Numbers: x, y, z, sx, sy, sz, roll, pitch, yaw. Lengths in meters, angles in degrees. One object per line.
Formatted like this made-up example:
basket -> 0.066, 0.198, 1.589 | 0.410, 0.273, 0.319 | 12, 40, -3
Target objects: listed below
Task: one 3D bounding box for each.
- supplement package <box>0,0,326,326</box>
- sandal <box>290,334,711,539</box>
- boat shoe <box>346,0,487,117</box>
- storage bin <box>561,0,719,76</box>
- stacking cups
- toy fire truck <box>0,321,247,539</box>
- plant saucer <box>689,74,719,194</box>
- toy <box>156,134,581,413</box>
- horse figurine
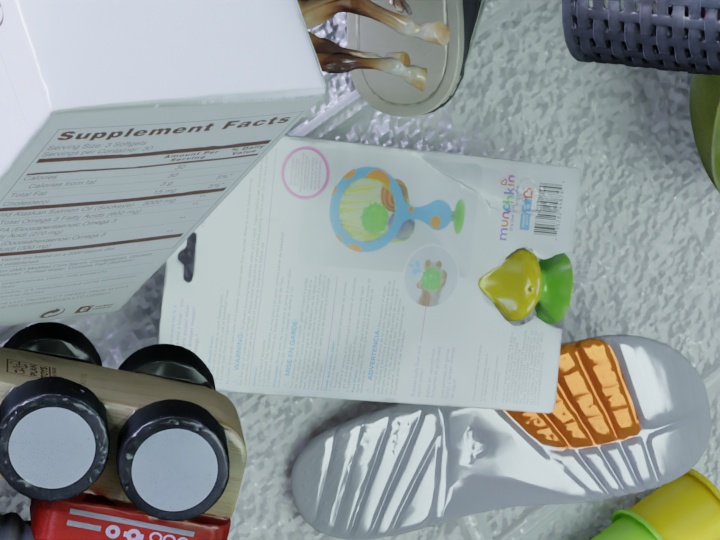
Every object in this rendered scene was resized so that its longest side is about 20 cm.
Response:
supplement package -> -0.119, -0.069, 1.085 | 0.117, 0.200, 0.117 | -6, 68, -32
sandal -> 0.063, 0.074, 1.363 | 0.206, 0.059, 0.079 | -11, 103, -9
boat shoe -> 0.030, -0.170, 1.274 | 0.063, 0.072, 0.201 | -23, 120, -76
storage bin -> 0.153, -0.189, 1.186 | 0.135, 0.094, 0.201 | -29, 122, -57
stacking cups -> 0.097, 0.172, 1.417 | 0.200, 0.060, 0.061 | -31, 119, -18
toy fire truck -> -0.153, 0.123, 1.193 | 0.176, 0.129, 0.201 | 11, 105, -11
plant saucer -> 0.212, -0.128, 1.370 | 0.200, 0.031, 0.200 | -44, 152, -32
toy -> 0.000, 0.000, 1.292 | 0.199, 0.047, 0.115 | 5, 93, -22
horse figurine -> -0.032, -0.101, 1.147 | 0.132, 0.200, 0.050 | 4, 76, -8
